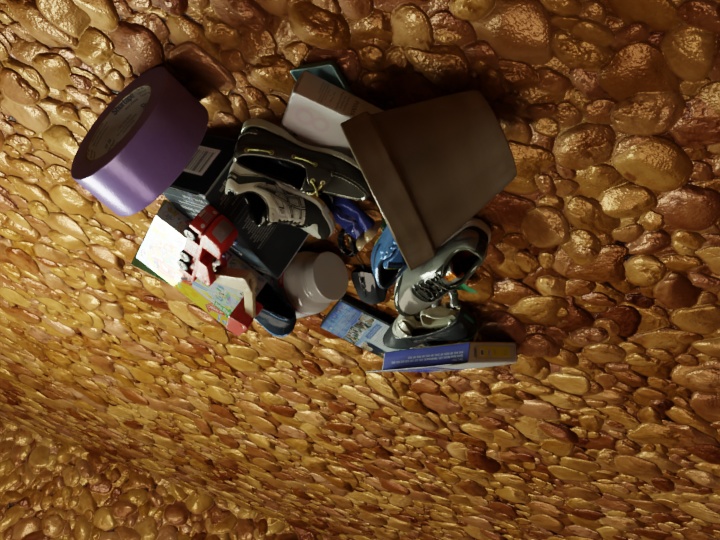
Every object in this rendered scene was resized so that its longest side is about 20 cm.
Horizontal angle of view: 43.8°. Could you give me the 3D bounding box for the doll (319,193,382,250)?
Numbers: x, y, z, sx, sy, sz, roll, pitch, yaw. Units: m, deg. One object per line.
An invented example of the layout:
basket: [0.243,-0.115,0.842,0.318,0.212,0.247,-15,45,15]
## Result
doll: [-0.058,-0.116,1.356,0.198,0.049,0.136,37,155,-7]

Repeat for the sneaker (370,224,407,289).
sneaker: [0.065,-0.051,1.302,0.064,0.080,0.202,14,137,-10]

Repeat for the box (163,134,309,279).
box: [-0.195,-0.101,1.384,0.147,0.108,0.201,16,155,44]

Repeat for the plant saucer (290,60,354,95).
plant saucer: [-0.020,-0.208,1.225,0.069,0.019,0.201,1,143,33]

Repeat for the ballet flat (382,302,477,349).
ballet flat: [0.111,0.093,1.574,0.197,0.074,0.073,-9,139,35]

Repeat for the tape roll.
tape roll: [-0.313,-0.183,1.269,0.197,0.203,0.085,-12,139,44]

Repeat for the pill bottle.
pill bottle: [-0.114,0.028,1.572,0.108,0.110,0.198,39,145,-28]

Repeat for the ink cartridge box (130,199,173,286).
ink cartridge box: [-0.275,-0.028,1.548,0.197,0.148,0.048,30,148,-15]

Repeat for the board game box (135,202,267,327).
board game box: [-0.257,-0.003,1.435,0.199,0.034,0.135,38,140,-4]

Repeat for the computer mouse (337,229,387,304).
computer mouse: [0.000,0.000,1.529,0.057,0.035,0.201,6,146,26]

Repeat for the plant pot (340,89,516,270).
plant pot: [0.092,-0.128,1.102,0.171,0.202,0.201,-26,139,2]

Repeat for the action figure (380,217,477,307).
action figure: [0.090,-0.017,1.429,0.116,0.055,0.200,-6,136,43]

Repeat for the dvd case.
dvd case: [0.030,0.120,1.718,0.197,0.018,0.143,27,149,-7]

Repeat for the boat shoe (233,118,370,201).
boat shoe: [-0.075,-0.134,1.210,0.197,0.062,0.072,22,151,-8]

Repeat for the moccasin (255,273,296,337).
moccasin: [-0.181,0.023,1.500,0.198,0.081,0.068,36,145,-2]

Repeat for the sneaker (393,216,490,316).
sneaker: [0.117,0.005,1.350,0.073,0.080,0.200,33,123,-18]

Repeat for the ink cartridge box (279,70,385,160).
ink cartridge box: [-0.015,-0.168,1.221,0.197,0.058,0.163,29,150,-3]

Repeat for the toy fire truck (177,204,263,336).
toy fire truck: [-0.201,0.004,1.328,0.140,0.049,0.201,36,147,3]

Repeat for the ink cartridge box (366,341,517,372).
ink cartridge box: [0.143,0.153,1.579,0.195,0.048,0.198,-11,167,41]

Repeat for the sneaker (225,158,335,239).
sneaker: [-0.120,-0.091,1.299,0.075,0.089,0.199,-3,146,48]
